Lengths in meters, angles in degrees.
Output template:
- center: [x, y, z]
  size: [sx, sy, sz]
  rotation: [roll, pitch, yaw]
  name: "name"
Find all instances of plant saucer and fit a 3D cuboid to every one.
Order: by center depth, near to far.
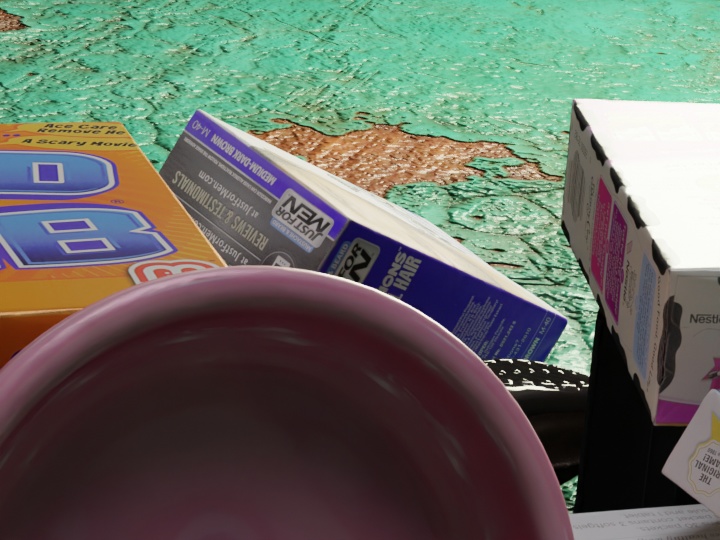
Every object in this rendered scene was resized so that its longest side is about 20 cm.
- center: [-0.036, 0.100, 0.635]
  size: [0.200, 0.202, 0.051]
  rotation: [-3, -1, -19]
  name: "plant saucer"

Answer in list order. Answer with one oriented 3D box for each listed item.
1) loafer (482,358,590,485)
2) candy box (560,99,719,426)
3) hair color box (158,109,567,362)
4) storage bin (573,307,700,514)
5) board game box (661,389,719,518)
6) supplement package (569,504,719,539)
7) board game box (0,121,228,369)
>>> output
- center: [0.049, 0.080, 0.981]
  size: [0.199, 0.071, 0.073]
  rotation: [0, 8, -32]
  name: "loafer"
- center: [0.158, -0.007, 0.843]
  size: [0.136, 0.061, 0.200]
  rotation: [1, 20, -5]
  name: "candy box"
- center: [0.000, 0.000, 1.048]
  size: [0.109, 0.065, 0.200]
  rotation: [36, 9, 35]
  name: "hair color box"
- center: [0.198, 0.077, 0.913]
  size: [0.199, 0.136, 0.094]
  rotation: [17, 23, 32]
  name: "storage bin"
- center: [0.203, 0.114, 0.698]
  size: [0.134, 0.034, 0.200]
  rotation: [25, 10, -40]
  name: "board game box"
- center: [0.110, 0.165, 0.686]
  size: [0.113, 0.110, 0.200]
  rotation: [-3, 21, -21]
  name: "supplement package"
- center: [-0.159, 0.074, 0.750]
  size: [0.199, 0.201, 0.200]
  rotation: [-3, 21, -18]
  name: "board game box"
